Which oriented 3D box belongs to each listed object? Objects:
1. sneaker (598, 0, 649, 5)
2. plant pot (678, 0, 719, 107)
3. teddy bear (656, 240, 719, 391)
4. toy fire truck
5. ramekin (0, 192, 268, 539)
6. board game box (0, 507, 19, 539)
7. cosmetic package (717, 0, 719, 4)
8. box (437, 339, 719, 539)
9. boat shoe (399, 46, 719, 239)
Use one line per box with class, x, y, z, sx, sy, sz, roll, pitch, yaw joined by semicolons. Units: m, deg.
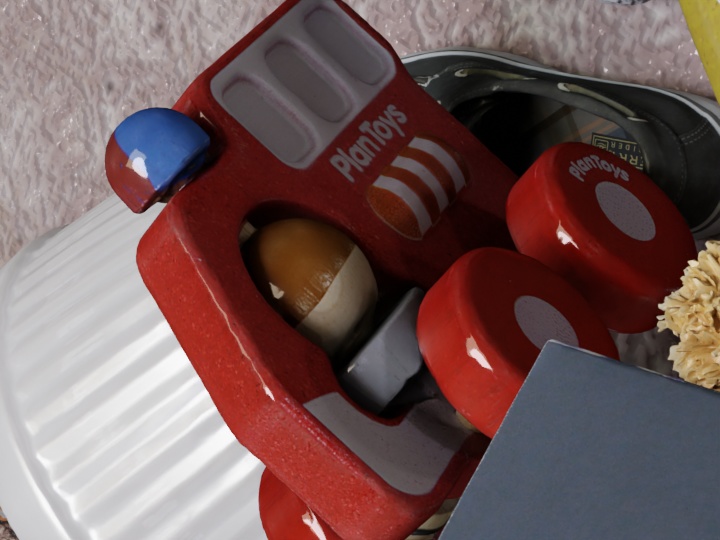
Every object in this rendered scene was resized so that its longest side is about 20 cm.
sneaker;0.067;-0.198;0.960;0.115;0.075;0.201;14;103;41
plant pot;0.217;-0.039;0.694;0.200;0.200;0.177;-32;50;40
teddy bear;0.181;0.050;0.813;0.200;0.145;0.067;64;152;30
toy fire truck;0.000;0.000;0.868;0.168;0.200;0.112;42;124;1
ramekin;-0.033;0.048;0.982;0.105;0.200;0.201;-38;64;29
board game box;-0.105;0.194;1.118;0.200;0.097;0.160;34;113;39
cosmetic package;0.138;-0.078;0.605;0.102;0.071;0.200;-55;49;26
box;0.111;0.129;0.722;0.148;0.200;0.107;18;65;28
boat shoe;0.050;-0.047;0.991;0.200;0.057;0.069;7;95;44
